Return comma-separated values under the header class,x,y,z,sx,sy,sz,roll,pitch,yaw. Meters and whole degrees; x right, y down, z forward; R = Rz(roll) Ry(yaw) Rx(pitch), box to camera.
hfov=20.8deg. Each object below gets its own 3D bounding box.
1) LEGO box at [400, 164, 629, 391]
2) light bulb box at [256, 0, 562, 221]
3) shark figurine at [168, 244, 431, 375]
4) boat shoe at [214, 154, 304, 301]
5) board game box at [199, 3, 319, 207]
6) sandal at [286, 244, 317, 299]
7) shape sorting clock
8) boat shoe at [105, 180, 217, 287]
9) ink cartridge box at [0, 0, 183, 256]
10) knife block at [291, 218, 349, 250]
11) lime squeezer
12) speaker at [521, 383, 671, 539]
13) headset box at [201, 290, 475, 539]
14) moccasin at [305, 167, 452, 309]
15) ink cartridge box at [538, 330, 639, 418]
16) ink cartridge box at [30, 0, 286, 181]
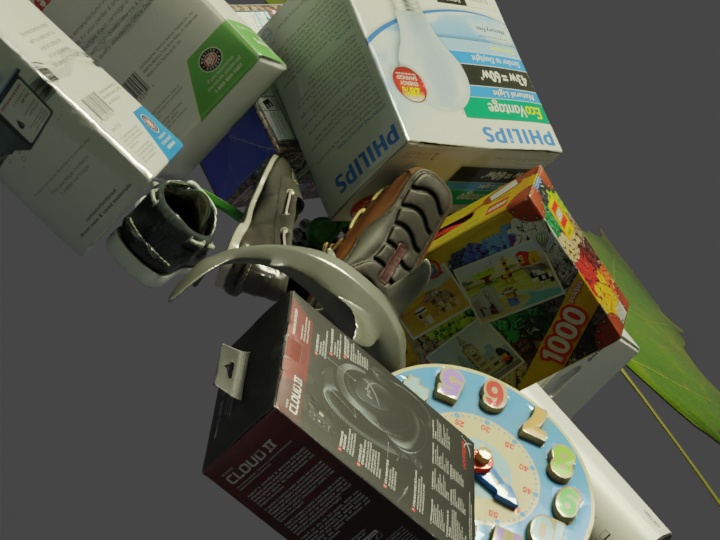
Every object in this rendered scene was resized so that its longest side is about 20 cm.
class,x,y,z,sx,sy,sz,roll,pitch,yaw
LEGO box,0.107,0.028,1.682,0.149,0.200,0.077,55,24,-12
light bulb box,0.043,-0.157,1.753,0.198,0.125,0.201,0,59,-42
shark figurine,-0.028,0.028,1.490,0.214,0.128,0.090,32,24,-21
boat shoe,-0.074,-0.031,1.634,0.057,0.067,0.200,23,29,-3
board game box,-0.064,-0.156,1.828,0.199,0.097,0.160,-8,65,-46
sandal,-0.038,0.006,1.729,0.075,0.048,0.200,49,14,26
shape sorting clock,0.088,0.148,1.481,0.199,0.039,0.201,15,47,-16
boat shoe,-0.139,-0.037,1.515,0.076,0.060,0.200,45,13,-8
ink cartridge box,-0.235,-0.120,1.420,0.200,0.086,0.146,42,12,-6
knife block,0.006,0.007,1.880,0.064,0.175,0.201,55,-29,38
lime squeezer,-0.052,-0.046,1.765,0.038,0.199,0.071,166,-83,-66
speaker,0.186,0.190,1.778,0.200,0.081,0.081,48,13,19
headset box,-0.017,0.119,1.311,0.200,0.077,0.149,39,24,-18
moccasin,-0.001,-0.001,1.615,0.074,0.202,0.078,38,-27,-20
ink cartridge box,0.168,0.055,2.008,0.084,0.145,0.200,31,18,-47
ink cartridge box,-0.187,-0.198,1.695,0.200,0.146,0.084,47,11,12
